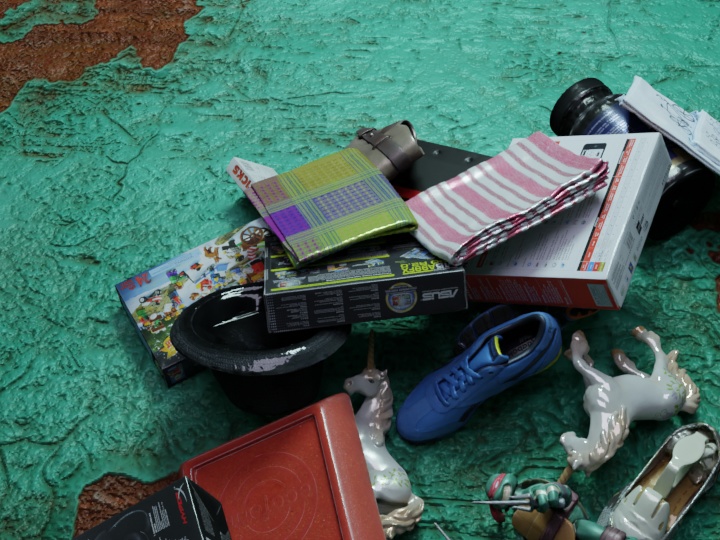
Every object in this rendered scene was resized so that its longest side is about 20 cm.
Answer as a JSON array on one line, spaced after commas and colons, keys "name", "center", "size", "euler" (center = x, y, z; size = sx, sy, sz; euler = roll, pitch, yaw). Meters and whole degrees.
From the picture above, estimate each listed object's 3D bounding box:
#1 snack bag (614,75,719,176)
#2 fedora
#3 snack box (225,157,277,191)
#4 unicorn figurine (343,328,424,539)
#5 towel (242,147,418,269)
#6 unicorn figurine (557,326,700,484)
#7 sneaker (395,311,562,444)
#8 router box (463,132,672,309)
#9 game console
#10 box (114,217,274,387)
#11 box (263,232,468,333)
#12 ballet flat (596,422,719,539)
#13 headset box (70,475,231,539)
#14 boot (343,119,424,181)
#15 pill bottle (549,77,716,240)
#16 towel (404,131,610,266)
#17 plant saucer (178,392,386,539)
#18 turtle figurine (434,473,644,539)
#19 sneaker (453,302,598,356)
[{"name": "snack bag", "center": [0.394, -0.163, 1.312], "size": [0.199, 0.021, 0.189], "euler": [36, 26, 5]}, {"name": "fedora", "center": [-0.100, 0.087, 1.148], "size": [0.198, 0.093, 0.201], "euler": [-4, 23, 2]}, {"name": "snack box", "center": [-0.082, -0.062, 1.325], "size": [0.024, 0.072, 0.200], "euler": [-53, 55, 18]}, {"name": "unicorn figurine", "center": [-0.003, 0.184, 1.126], "size": [0.136, 0.074, 0.201], "euler": [-24, 70, -17]}, {"name": "towel", "center": [-0.035, -0.070, 1.192], "size": [0.142, 0.023, 0.200], "euler": [-20, 33, -13]}, {"name": "unicorn figurine", "center": [0.259, 0.129, 1.134], "size": [0.198, 0.074, 0.138], "euler": [-14, 53, -10]}, {"name": "sneaker", "center": [0.114, 0.103, 1.141], "size": [0.199, 0.078, 0.066], "euler": [-33, 62, 6]}, {"name": "router box", "center": [0.215, -0.056, 1.185], "size": [0.178, 0.049, 0.201], "euler": [3, 53, 37]}, {"name": "game console", "center": [0.077, -0.081, 1.326], "size": [0.199, 0.031, 0.177], "euler": [18, 57, 39]}, {"name": "box", "center": [-0.160, 0.030, 1.273], "size": [0.199, 0.038, 0.137], "euler": [-26, 54, -17]}, {"name": "box", "center": [0.000, 0.000, 1.149], "size": [0.197, 0.045, 0.161], "euler": [-7, 24, -2]}, {"name": "ballet flat", "center": [0.285, 0.216, 1.075], "size": [0.072, 0.072, 0.200], "euler": [33, 60, 27]}, {"name": "headset box", "center": [-0.206, 0.303, 1.001], "size": [0.199, 0.077, 0.150], "euler": [-30, 52, 6]}, {"name": "boot", "center": [0.007, -0.106, 1.297], "size": [0.145, 0.070, 0.201], "euler": [-30, 30, 15]}, {"name": "pill bottle", "center": [0.317, -0.139, 1.333], "size": [0.111, 0.112, 0.200], "euler": [-25, 54, -17]}, {"name": "towel", "center": [0.139, -0.080, 1.152], "size": [0.199, 0.030, 0.146], "euler": [-28, 29, -13]}, {"name": "plant saucer", "center": [-0.085, 0.229, 1.062], "size": [0.198, 0.037, 0.201], "euler": [-25, 52, 11]}, {"name": "turtle figurine", "center": [0.172, 0.240, 1.024], "size": [0.199, 0.151, 0.101], "euler": [29, 42, 21]}, {"name": "sneaker", "center": [0.190, 0.048, 1.223], "size": [0.199, 0.078, 0.076], "euler": [-29, 95, -4]}]
